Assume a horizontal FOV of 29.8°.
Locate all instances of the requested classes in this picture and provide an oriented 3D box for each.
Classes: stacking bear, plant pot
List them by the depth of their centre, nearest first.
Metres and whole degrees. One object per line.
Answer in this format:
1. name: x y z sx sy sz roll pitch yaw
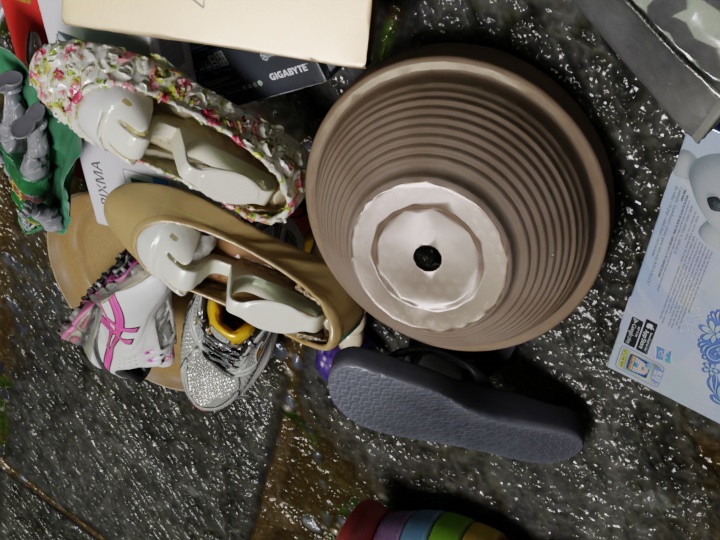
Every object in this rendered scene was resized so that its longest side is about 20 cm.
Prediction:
1. plant pot: 0.051 -0.028 0.826 0.198 0.093 0.203 9 119 16
2. stacking bear: 0.086 0.251 1.063 0.198 0.114 0.122 7 141 21
3. plant pot: -0.180 0.014 1.141 0.198 0.027 0.202 22 135 24

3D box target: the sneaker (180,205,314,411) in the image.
1. sneaker: -0.101 0.035 1.024 0.077 0.082 0.201 25 128 4

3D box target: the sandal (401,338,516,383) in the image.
1. sandal: 0.062 0.064 0.973 0.076 0.043 0.201 34 138 11

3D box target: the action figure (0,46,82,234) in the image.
1. action figure: -0.245 -0.077 1.001 0.119 0.054 0.200 54 160 15

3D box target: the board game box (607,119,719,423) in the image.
1. board game box: 0.259 0.023 0.778 0.198 0.043 0.201 29 137 20

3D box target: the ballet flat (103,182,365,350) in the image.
1. ballet flat: -0.092 -0.003 0.915 0.198 0.063 0.069 20 127 6

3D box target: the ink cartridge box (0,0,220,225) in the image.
1. ink cartridge box: -0.191 -0.123 0.952 0.175 0.045 0.202 17 134 27

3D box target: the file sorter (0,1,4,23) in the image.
1. file sorter: -0.387 -0.203 1.008 0.199 0.139 0.126 30 101 15

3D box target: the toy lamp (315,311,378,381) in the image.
1. toy lamp: 0.000 0.000 0.960 0.058 0.058 0.201 25 137 20

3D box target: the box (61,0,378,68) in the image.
1. box: -0.081 -0.213 0.796 0.197 0.021 0.165 10 113 10

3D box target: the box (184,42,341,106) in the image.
1. box: -0.115 -0.186 0.904 0.199 0.046 0.160 -8 119 43

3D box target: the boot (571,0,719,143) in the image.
1. boot: 0.122 -0.150 0.725 0.200 0.073 0.182 44 140 -2

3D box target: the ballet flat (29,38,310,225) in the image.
1. ballet flat: -0.119 -0.087 0.861 0.198 0.064 0.076 21 126 -14

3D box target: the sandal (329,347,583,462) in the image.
1. sandal: 0.063 0.089 0.935 0.198 0.043 0.076 19 145 -26

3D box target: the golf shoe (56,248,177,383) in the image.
1. golf shoe: -0.173 0.031 1.081 0.092 0.073 0.200 41 150 -7
